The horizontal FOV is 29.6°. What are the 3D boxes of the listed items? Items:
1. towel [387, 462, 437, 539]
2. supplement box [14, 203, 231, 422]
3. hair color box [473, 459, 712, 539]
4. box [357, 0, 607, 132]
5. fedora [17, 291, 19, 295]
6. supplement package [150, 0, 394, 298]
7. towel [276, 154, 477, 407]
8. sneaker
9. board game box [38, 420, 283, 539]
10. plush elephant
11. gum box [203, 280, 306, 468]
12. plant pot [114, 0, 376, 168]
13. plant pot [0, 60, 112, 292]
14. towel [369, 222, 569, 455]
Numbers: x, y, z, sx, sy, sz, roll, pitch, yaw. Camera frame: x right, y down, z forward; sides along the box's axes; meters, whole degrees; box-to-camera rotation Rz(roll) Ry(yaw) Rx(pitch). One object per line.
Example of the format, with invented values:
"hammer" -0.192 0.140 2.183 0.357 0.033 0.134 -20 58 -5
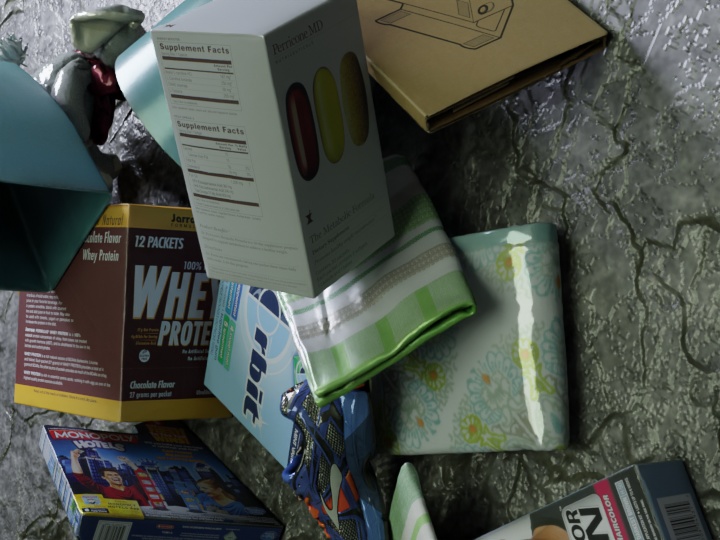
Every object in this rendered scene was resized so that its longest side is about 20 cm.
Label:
"towel" 0.061 0.269 1.042 0.153 0.023 0.201 99 156 -52
"supplement box" -0.232 0.038 1.350 0.197 0.132 0.201 2 89 47
"hair color box" 0.156 0.218 0.980 0.200 0.060 0.099 -36 63 40
"box" 0.063 -0.197 1.044 0.200 0.163 0.021 49 158 37
"fedora" -0.336 -0.057 1.483 0.200 0.081 0.202 176 90 -72
"supplement package" -0.061 -0.099 1.012 0.109 0.114 0.201 10 123 35
"towel" 0.000 0.000 1.073 0.149 0.031 0.200 -34 39 9
"sneaker" -0.024 0.174 1.111 0.075 0.078 0.201 -124 27 -79
"board game box" -0.203 0.206 1.298 0.200 0.199 0.062 45 119 55
"plush elephant" -0.265 -0.193 1.403 0.154 0.165 0.200 -34 96 1
"gum box" -0.068 0.067 1.203 0.200 0.044 0.171 36 121 50
"plant pot" -0.081 -0.166 1.164 0.161 0.200 0.201 -42 57 16
"plant pot" -0.355 -0.103 1.290 0.141 0.141 0.201 -51 53 32
"towel" 0.080 0.058 1.082 0.199 0.048 0.172 -10 83 46
